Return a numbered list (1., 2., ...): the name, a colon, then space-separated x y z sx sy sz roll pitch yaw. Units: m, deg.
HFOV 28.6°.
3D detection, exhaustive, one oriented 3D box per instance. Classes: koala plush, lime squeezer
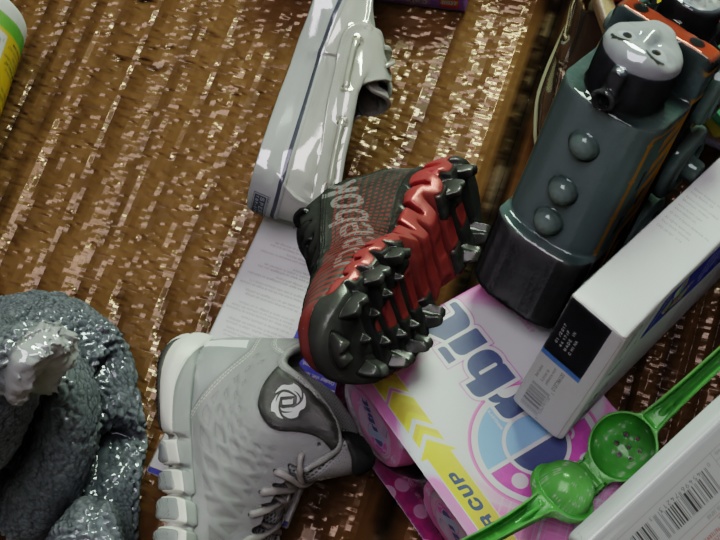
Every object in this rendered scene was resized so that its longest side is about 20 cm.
1. koala plush: -0.216 0.070 0.784 0.177 0.200 0.184 5 68 12
2. lime squeezer: 0.120 0.098 0.707 0.200 0.071 0.038 -32 85 -18

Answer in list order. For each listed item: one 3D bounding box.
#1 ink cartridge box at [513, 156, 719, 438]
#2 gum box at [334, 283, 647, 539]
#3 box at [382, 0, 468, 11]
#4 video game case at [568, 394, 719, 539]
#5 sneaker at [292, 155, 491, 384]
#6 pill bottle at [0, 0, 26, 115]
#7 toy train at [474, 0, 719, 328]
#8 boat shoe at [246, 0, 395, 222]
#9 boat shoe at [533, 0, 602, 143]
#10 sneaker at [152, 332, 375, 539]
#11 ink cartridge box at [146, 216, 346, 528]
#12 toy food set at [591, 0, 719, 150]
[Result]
1. ink cartridge box: 0.167 0.001 0.765 0.039 0.100 0.200 41 53 17
2. gum box: 0.087 0.113 0.773 0.113 0.066 0.200 -27 65 -21
3. box: 0.026 -0.280 0.977 0.136 0.039 0.201 10 70 14
4. video game case: 0.231 0.139 0.724 0.200 0.023 0.182 -40 100 -11
5. sneaker: 0.000 0.000 0.771 0.098 0.071 0.201 -3 27 24
6. pill bottle: -0.296 -0.088 0.911 0.111 0.111 0.201 8 69 13
7. toy train: 0.131 -0.059 0.752 0.085 0.200 0.114 36 46 15
8. boat shoe: -0.010 -0.119 0.876 0.065 0.072 0.201 18 66 2
9. boat shoe: 0.151 -0.141 0.879 0.074 0.075 0.203 10 70 13
10. sneaker: -0.048 0.130 0.764 0.115 0.075 0.201 -5 84 12
11. ink cartridge box: -0.043 0.050 0.854 0.094 0.037 0.200 19 69 15
12. toy food set: 0.219 -0.157 0.841 0.200 0.049 0.198 -23 84 -38
